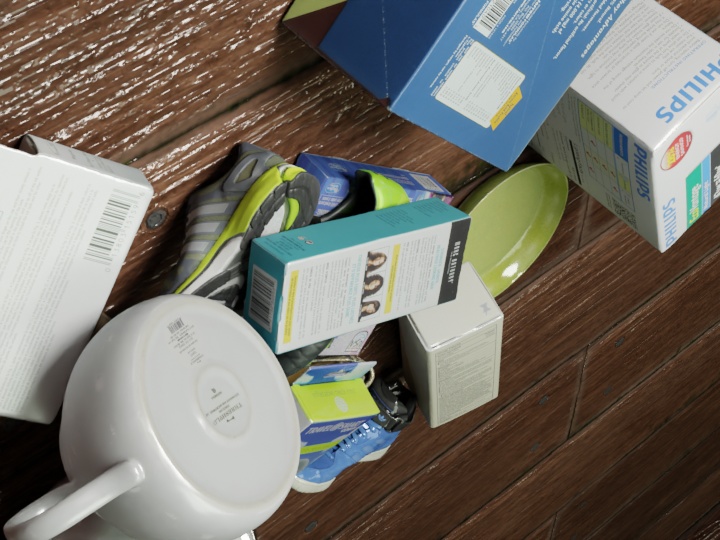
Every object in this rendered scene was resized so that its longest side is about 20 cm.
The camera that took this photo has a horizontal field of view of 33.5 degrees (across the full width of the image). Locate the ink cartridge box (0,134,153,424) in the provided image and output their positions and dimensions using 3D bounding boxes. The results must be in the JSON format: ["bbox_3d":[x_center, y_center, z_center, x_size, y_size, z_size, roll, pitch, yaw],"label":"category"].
[{"bbox_3d":[-0.261,0.001,0.831,0.173,0.044,0.201,17,107,-34],"label":"ink cartridge box"}]

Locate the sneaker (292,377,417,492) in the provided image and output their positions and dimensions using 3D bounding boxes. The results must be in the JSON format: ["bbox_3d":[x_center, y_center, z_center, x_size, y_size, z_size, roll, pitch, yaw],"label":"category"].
[{"bbox_3d":[-0.011,0.173,1.329,0.199,0.077,0.112,-8,139,-53],"label":"sneaker"}]

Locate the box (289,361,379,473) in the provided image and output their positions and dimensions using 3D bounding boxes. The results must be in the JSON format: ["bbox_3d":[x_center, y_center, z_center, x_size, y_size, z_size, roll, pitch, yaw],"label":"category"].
[{"bbox_3d":[-0.074,0.161,1.137,0.200,0.048,0.122,-40,160,25],"label":"box"}]

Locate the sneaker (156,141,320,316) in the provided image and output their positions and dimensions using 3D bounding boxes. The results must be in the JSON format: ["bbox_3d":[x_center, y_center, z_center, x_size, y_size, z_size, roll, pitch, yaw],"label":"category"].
[{"bbox_3d":[-0.117,-0.016,0.970,0.200,0.081,0.074,-49,143,5],"label":"sneaker"}]

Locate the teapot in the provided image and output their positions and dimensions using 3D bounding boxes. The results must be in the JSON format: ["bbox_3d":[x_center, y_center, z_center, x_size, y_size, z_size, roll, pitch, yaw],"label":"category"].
[{"bbox_3d":[-0.152,0.124,0.885,0.145,0.199,0.199,-28,140,30],"label":"teapot"}]

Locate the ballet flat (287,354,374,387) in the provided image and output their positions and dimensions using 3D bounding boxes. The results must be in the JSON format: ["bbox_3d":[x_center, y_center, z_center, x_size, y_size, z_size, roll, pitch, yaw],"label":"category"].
[{"bbox_3d":[-0.068,0.114,1.181,0.199,0.068,0.075,-10,178,-38],"label":"ballet flat"}]

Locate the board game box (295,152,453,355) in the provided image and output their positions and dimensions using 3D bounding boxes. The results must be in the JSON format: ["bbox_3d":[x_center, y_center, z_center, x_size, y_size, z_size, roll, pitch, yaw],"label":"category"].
[{"bbox_3d":[-0.027,-0.007,1.134,0.199,0.043,0.200,3,125,-52],"label":"board game box"}]

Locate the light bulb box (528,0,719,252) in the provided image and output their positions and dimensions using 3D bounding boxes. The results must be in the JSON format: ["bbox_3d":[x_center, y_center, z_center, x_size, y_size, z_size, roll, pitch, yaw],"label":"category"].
[{"bbox_3d":[0.257,-0.158,1.161,0.125,0.200,0.198,-42,150,-7],"label":"light bulb box"}]

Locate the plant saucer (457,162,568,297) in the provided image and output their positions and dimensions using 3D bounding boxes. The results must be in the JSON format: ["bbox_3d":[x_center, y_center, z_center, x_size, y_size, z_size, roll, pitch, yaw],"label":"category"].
[{"bbox_3d":[0.149,-0.042,1.328,0.199,0.031,0.201,-32,147,-23],"label":"plant saucer"}]

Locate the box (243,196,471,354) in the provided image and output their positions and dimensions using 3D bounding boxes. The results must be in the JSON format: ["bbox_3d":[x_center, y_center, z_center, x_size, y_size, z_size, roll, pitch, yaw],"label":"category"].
[{"bbox_3d":[0.000,0.000,0.985,0.199,0.049,0.083,-15,125,-39],"label":"box"}]

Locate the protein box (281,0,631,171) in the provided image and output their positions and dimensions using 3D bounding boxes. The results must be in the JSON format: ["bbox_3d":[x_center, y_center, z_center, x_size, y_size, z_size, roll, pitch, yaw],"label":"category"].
[{"bbox_3d":[0.086,-0.214,0.943,0.199,0.135,0.200,-54,149,13],"label":"protein box"}]

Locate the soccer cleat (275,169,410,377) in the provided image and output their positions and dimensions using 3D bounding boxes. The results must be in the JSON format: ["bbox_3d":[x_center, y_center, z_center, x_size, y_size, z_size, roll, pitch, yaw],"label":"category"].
[{"bbox_3d":[-0.033,0.000,1.041,0.201,0.067,0.081,-55,138,1],"label":"soccer cleat"}]

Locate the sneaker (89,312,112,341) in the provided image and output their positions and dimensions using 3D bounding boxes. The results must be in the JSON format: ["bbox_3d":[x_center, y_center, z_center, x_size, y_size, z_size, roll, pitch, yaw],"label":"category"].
[{"bbox_3d":[-0.212,0.072,0.961,0.071,0.076,0.200,-50,150,7],"label":"sneaker"}]

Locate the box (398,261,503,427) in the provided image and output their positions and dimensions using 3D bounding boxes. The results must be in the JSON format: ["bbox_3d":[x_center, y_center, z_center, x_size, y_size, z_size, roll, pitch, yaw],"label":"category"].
[{"bbox_3d":[0.099,0.086,1.321,0.094,0.078,0.201,-23,150,-11],"label":"box"}]

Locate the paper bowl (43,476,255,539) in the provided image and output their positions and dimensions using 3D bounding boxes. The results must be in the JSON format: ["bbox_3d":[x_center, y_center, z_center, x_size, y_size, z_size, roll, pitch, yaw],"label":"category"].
[{"bbox_3d":[-0.172,0.246,0.963,0.200,0.202,0.104,-22,175,-36],"label":"paper bowl"}]
